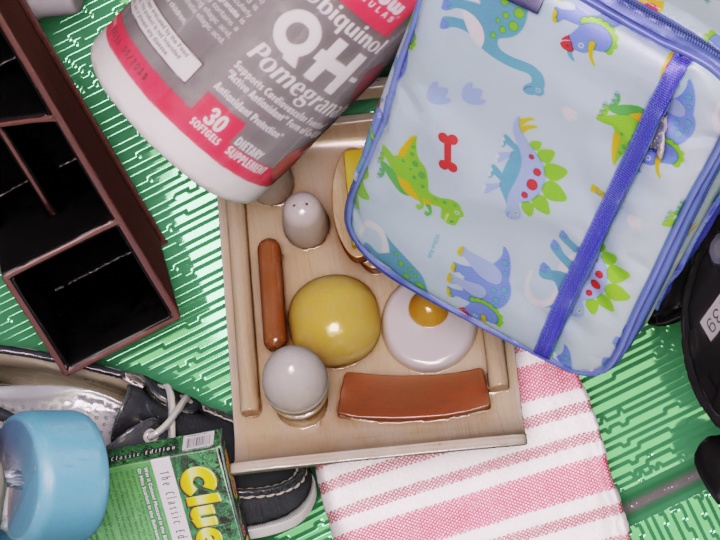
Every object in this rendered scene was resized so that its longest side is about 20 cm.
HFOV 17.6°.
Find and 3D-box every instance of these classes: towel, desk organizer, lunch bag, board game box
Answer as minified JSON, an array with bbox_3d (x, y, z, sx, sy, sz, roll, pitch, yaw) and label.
[{"bbox_3d":[0.050,0.094,1.182,0.146,0.030,0.201,-16,86,3],"label":"towel"},{"bbox_3d":[-0.162,-0.053,1.117,0.072,0.077,0.200,-26,124,3],"label":"desk organizer"},{"bbox_3d":[0.089,-0.059,1.041,0.160,0.082,0.200,31,132,9],"label":"lunch bag"},{"bbox_3d":[-0.096,0.178,1.151,0.104,0.023,0.201,-9,113,6],"label":"board game box"}]

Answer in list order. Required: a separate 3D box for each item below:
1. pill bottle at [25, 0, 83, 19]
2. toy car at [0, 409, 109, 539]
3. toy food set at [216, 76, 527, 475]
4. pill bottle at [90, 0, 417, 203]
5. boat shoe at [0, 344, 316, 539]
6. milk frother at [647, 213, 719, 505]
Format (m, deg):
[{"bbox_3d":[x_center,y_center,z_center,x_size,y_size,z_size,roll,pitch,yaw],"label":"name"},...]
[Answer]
[{"bbox_3d":[-0.241,-0.157,1.156,0.199,0.109,0.110,-5,89,3],"label":"pill bottle"},{"bbox_3d":[-0.241,0.063,1.068,0.184,0.177,0.201,0,53,-30],"label":"toy car"},{"bbox_3d":[0.000,0.000,1.142,0.143,0.060,0.201,-6,68,3],"label":"toy food set"},{"bbox_3d":[-0.023,-0.136,1.089,0.111,0.111,0.200,46,104,2],"label":"pill bottle"},{"bbox_3d":[-0.119,0.083,1.159,0.199,0.076,0.061,8,129,1],"label":"boat shoe"},{"bbox_3d":[0.235,0.007,1.124,0.187,0.181,0.201,7,57,-30],"label":"milk frother"}]
